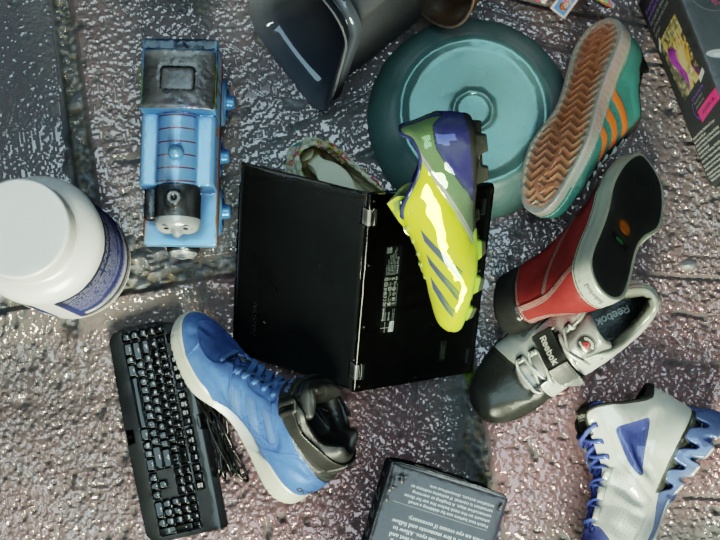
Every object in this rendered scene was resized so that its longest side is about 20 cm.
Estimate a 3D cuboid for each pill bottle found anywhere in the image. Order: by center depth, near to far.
[{"bbox_3d":[-0.271,-0.021,1.087,0.111,0.200,0.111,0,83,0],"label":"pill bottle"}]

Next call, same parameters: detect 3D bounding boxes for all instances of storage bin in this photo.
[{"bbox_3d":[-0.014,-0.261,1.131,0.134,0.200,0.146,-36,84,-16],"label":"storage bin"}]

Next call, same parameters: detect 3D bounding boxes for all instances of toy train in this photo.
[{"bbox_3d":[-0.163,-0.113,1.142,0.086,0.114,0.201,1,82,1],"label":"toy train"}]

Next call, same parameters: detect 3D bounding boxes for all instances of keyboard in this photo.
[{"bbox_3d":[-0.168,0.143,1.147,0.104,0.040,0.201,-13,84,-1],"label":"keyboard"}]

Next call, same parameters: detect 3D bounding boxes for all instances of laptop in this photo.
[{"bbox_3d":[0.000,0.000,1.136,0.199,0.116,0.188,-7,115,-26],"label":"laptop"}]

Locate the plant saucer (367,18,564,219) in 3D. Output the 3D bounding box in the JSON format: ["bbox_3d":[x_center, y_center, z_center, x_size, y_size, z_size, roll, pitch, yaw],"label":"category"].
[{"bbox_3d":[0.106,-0.149,1.187,0.199,0.036,0.201,0,82,0],"label":"plant saucer"}]

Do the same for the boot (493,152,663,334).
[{"bbox_3d":[0.195,-0.025,1.154,0.072,0.144,0.200,49,47,-15],"label":"boot"}]

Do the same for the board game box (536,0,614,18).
[{"bbox_3d":[0.144,-0.289,1.151,0.200,0.158,0.039,38,100,5],"label":"board game box"}]

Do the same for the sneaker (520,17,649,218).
[{"bbox_3d":[0.218,-0.129,1.155,0.080,0.071,0.200,33,77,-36],"label":"sneaker"}]

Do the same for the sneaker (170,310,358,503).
[{"bbox_3d":[-0.079,0.104,1.110,0.111,0.077,0.200,-36,86,35],"label":"sneaker"}]

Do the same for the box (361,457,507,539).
[{"bbox_3d":[0.044,0.271,1.076,0.104,0.148,0.201,17,84,2],"label":"box"}]

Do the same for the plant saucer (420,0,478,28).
[{"bbox_3d":[0.063,-0.320,1.132,0.034,0.200,0.201,-25,83,-17],"label":"plant saucer"}]

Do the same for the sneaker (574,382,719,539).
[{"bbox_3d":[0.230,0.182,1.128,0.115,0.081,0.200,35,77,8],"label":"sneaker"}]

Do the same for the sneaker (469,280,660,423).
[{"bbox_3d":[0.185,0.068,1.133,0.200,0.089,0.074,-36,85,-3],"label":"sneaker"}]

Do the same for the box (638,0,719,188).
[{"bbox_3d":[0.358,-0.196,1.156,0.122,0.106,0.201,-18,82,-4],"label":"box"}]

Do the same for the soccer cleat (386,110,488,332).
[{"bbox_3d":[0.064,-0.040,1.055,0.083,0.065,0.201,-3,117,-3],"label":"soccer cleat"}]

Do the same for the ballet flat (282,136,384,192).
[{"bbox_3d":[0.005,-0.050,1.160,0.200,0.064,0.076,40,83,4],"label":"ballet flat"}]
